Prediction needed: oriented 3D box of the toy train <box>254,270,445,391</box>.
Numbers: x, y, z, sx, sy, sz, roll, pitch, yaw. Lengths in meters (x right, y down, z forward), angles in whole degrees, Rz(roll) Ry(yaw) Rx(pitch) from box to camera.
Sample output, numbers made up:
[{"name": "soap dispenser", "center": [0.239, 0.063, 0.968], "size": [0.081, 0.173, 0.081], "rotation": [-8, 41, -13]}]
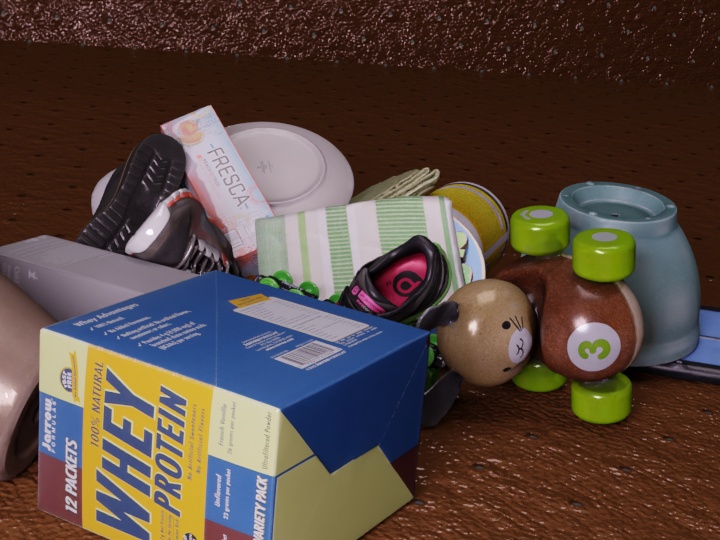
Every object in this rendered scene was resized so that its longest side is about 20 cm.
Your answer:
[{"name": "toy train", "center": [-0.013, 0.058, 1.214], "size": [0.198, 0.057, 0.042], "rotation": [22, 22, 18]}]

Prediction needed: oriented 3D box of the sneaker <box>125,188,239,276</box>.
[{"name": "sneaker", "center": [-0.151, -0.018, 1.235], "size": [0.082, 0.077, 0.200], "rotation": [44, 5, 9]}]

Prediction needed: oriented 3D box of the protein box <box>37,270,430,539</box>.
[{"name": "protein box", "center": [-0.087, 0.104, 0.935], "size": [0.198, 0.137, 0.198], "rotation": [14, 19, 29]}]

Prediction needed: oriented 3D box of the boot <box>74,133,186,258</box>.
[{"name": "boot", "center": [-0.258, -0.039, 1.391], "size": [0.077, 0.201, 0.138], "rotation": [37, -21, -18]}]

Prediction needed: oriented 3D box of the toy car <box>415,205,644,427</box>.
[{"name": "toy car", "center": [0.129, 0.057, 1.144], "size": [0.198, 0.166, 0.157], "rotation": [-18, 26, -32]}]

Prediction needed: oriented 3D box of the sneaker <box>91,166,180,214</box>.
[{"name": "sneaker", "center": [-0.193, -0.093, 1.520], "size": [0.145, 0.082, 0.199], "rotation": [-6, 5, 34]}]

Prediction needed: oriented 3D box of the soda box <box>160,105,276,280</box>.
[{"name": "soda box", "center": [-0.143, -0.076, 1.399], "size": [0.063, 0.069, 0.201], "rotation": [-22, 59, -14]}]

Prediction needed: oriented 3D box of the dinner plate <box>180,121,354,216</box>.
[{"name": "dinner plate", "center": [-0.105, -0.111, 1.493], "size": [0.197, 0.024, 0.202], "rotation": [3, 44, -3]}]

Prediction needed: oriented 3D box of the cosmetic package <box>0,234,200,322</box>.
[{"name": "cosmetic package", "center": [-0.228, 0.043, 1.153], "size": [0.198, 0.108, 0.090], "rotation": [12, 17, 30]}]

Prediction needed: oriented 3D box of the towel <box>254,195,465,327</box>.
[{"name": "towel", "center": [0.000, 0.000, 1.287], "size": [0.197, 0.023, 0.154], "rotation": [-9, 58, 3]}]

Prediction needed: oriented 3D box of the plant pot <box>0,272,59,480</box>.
[{"name": "plant pot", "center": [-0.304, 0.064, 0.966], "size": [0.173, 0.202, 0.200], "rotation": [25, 19, 5]}]

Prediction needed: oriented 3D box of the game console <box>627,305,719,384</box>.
[{"name": "game console", "center": [0.328, 0.070, 1.365], "size": [0.197, 0.031, 0.177], "rotation": [8, 16, 12]}]

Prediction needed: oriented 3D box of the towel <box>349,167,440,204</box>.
[{"name": "towel", "center": [0.004, -0.064, 1.532], "size": [0.147, 0.037, 0.200], "rotation": [-32, 7, -19]}]

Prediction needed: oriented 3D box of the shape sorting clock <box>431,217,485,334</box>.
[{"name": "shape sorting clock", "center": [0.025, 0.005, 1.316], "size": [0.197, 0.040, 0.202], "rotation": [-4, 47, 4]}]

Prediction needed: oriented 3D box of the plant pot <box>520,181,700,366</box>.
[{"name": "plant pot", "center": [0.251, -0.008, 1.336], "size": [0.197, 0.136, 0.201], "rotation": [3, 23, -1]}]

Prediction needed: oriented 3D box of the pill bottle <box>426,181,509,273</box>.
[{"name": "pill bottle", "center": [0.092, -0.027, 1.472], "size": [0.111, 0.114, 0.200], "rotation": [10, 17, 17]}]

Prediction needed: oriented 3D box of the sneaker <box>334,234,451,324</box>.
[{"name": "sneaker", "center": [-0.005, 0.040, 1.140], "size": [0.077, 0.084, 0.200], "rotation": [38, 74, 23]}]
